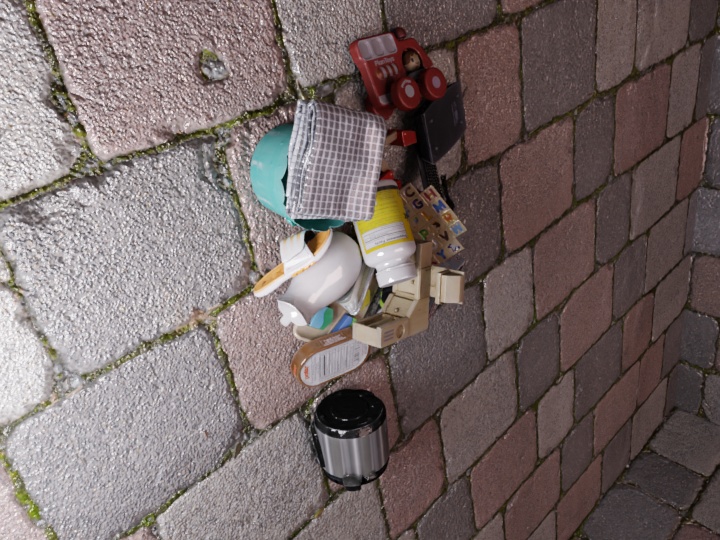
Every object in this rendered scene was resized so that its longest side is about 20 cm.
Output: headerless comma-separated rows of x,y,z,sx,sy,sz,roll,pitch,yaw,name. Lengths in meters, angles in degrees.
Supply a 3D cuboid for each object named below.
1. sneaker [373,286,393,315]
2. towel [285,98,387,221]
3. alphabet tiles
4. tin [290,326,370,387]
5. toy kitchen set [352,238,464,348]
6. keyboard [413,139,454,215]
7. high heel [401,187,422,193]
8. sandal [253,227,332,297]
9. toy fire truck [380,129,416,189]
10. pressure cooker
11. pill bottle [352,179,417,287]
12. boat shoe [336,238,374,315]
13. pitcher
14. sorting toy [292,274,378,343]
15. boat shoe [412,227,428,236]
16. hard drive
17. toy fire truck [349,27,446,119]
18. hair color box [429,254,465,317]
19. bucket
0.079,0.039,1.417,0.201,0.083,0.072,-55,151,-11,sneaker
-0.042,-0.182,1.023,0.165,0.085,0.202,-1,105,-42,towel
0.133,-0.094,1.319,0.200,0.166,0.006,47,27,-18,alphabet tiles
-0.063,0.196,1.340,0.199,0.042,0.113,-18,124,-28,tin
0.103,0.049,1.245,0.180,0.162,0.202,-15,111,-48,toy kitchen set
0.178,-0.205,1.376,0.127,0.021,0.202,21,53,-49,keyboard
0.085,-0.094,1.358,0.067,0.096,0.201,24,88,-45,high heel
-0.143,-0.023,1.138,0.206,0.079,0.059,-36,118,15,sandal
0.041,-0.227,1.301,0.199,0.049,0.142,-23,120,-35,toy fire truck
-0.017,0.405,1.388,0.175,0.178,0.202,-26,121,-38,pressure cooker
0.049,-0.072,1.199,0.111,0.111,0.202,-10,81,-41,pill bottle
0.001,0.000,1.300,0.065,0.074,0.203,50,46,-37,boat shoe
-0.092,0.026,1.215,0.121,0.172,0.200,40,66,-5,pitcher
-0.046,0.081,1.341,0.185,0.036,0.201,25,87,-45,sorting toy
0.170,-0.096,1.427,0.200,0.071,0.077,44,58,-72,boat shoe
0.186,-0.346,1.371,0.200,0.042,0.136,-49,134,-41,hard drive
0.080,-0.419,1.238,0.199,0.112,0.169,-30,105,-34,toy fire truck
0.187,0.037,1.466,0.200,0.060,0.100,-42,155,-51,hair color box
-0.100,-0.182,1.123,0.206,0.134,0.209,-17,116,-37,bucket
